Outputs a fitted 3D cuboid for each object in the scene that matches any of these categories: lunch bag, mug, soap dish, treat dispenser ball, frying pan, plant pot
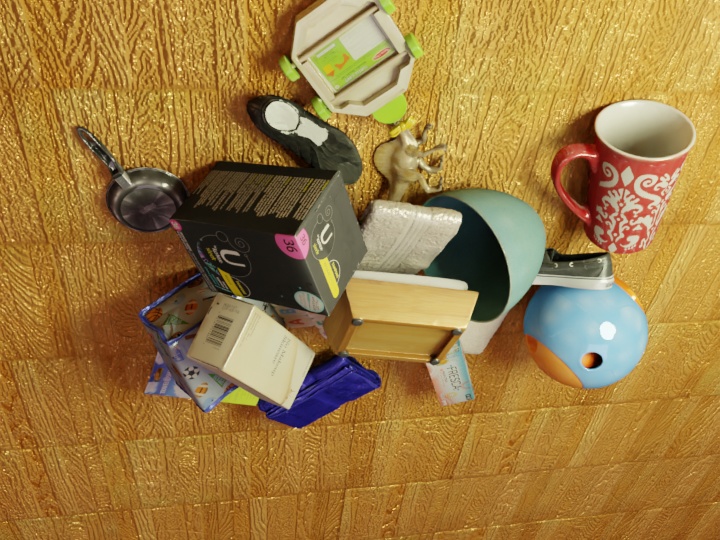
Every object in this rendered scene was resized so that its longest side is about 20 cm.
[{"bbox_3d":[-0.216,0.086,1.148,0.200,0.124,0.170,-37,137,-22],"label":"lunch bag"},{"bbox_3d":[0.380,-0.136,1.094,0.177,0.133,0.200,16,142,20],"label":"mug"},{"bbox_3d":[0.055,0.073,1.082,0.200,0.081,0.157,7,149,-11],"label":"soap dish"},{"bbox_3d":[0.377,0.098,1.241,0.201,0.201,0.201,-6,134,-7],"label":"treat dispenser ball"},{"bbox_3d":[-0.300,-0.120,1.008,0.115,0.031,0.190,-11,137,-5],"label":"frying pan"},{"bbox_3d":[0.196,-0.040,1.100,0.135,0.200,0.200,-26,140,-28],"label":"plant pot"}]

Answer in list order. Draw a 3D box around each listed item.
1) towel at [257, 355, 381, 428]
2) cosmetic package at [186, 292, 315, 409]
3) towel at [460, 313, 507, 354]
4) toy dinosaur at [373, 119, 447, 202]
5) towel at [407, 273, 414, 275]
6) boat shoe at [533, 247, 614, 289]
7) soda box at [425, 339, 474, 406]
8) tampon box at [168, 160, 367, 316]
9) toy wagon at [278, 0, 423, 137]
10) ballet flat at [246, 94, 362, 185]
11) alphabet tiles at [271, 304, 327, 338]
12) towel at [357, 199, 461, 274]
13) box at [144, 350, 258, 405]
[{"bbox_3d":[-0.072,0.230,1.357,0.200,0.050,0.148,-30,142,16],"label":"towel"},{"bbox_3d":[-0.155,0.122,1.082,0.073,0.104,0.200,16,163,30],"label":"cosmetic package"},{"bbox_3d":[0.192,0.077,1.297,0.132,0.034,0.200,7,131,-18],"label":"towel"},{"bbox_3d":[0.068,-0.145,1.058,0.101,0.058,0.200,6,125,2],"label":"toy dinosaur"},{"bbox_3d":[-0.004,0.046,1.167,0.200,0.024,0.147,-3,155,7],"label":"towel"},{"bbox_3d":[0.305,-0.010,1.183,0.200,0.069,0.057,6,107,31],"label":"boat shoe"},{"bbox_3d":[0.153,0.165,1.309,0.068,0.064,0.200,-14,142,6],"label":"soda box"},{"bbox_3d":[-0.118,-0.046,0.985,0.200,0.126,0.150,9,141,29],"label":"tampon box"},{"bbox_3d":[0.001,-0.253,0.930,0.155,0.040,0.200,-30,128,16],"label":"toy wagon"},{"bbox_3d":[-0.068,-0.179,0.999,0.200,0.057,0.066,33,91,-41],"label":"ballet flat"},{"bbox_3d":[-0.039,0.057,1.148,0.195,0.015,0.200,-5,150,14],"label":"alphabet tiles"},{"bbox_3d":[0.047,-0.038,1.069,0.132,0.035,0.200,6,153,-17],"label":"towel"},{"bbox_3d":[-0.261,0.173,1.276,0.200,0.048,0.122,10,130,-22],"label":"box"}]
